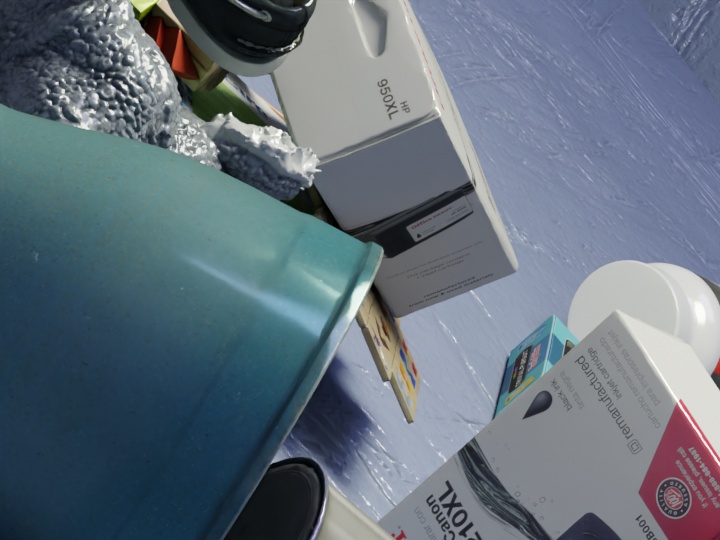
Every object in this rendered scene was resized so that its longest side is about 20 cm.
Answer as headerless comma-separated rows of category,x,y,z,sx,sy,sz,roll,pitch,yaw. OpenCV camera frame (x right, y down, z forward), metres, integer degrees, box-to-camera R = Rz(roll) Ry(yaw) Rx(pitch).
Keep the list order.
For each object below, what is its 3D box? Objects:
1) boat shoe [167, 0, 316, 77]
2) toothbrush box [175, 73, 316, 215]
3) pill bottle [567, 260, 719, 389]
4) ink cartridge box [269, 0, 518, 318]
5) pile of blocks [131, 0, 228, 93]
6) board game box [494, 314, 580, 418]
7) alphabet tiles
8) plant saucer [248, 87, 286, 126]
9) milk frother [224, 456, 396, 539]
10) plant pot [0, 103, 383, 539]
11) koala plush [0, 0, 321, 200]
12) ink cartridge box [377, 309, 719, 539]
boat shoe,-0.097,-0.191,1.429,0.200,0.060,0.076,44,54,1
toothbrush box,-0.090,-0.042,1.593,0.146,0.086,0.200,44,17,-24
pill bottle,0.247,0.058,2.200,0.116,0.116,0.200,57,18,27
ink cartridge box,0.011,-0.085,1.585,0.200,0.084,0.145,59,10,-60
pile of blocks,-0.139,-0.174,1.510,0.062,0.082,0.200,-41,107,-35
board game box,0.182,0.137,1.967,0.200,0.047,0.151,46,16,-6
alphabet tiles,0.000,0.000,1.617,0.200,0.006,0.166,-74,141,-81
plant saucer,-0.075,-0.099,1.786,0.200,0.032,0.200,38,0,0
milk frother,0.038,0.175,1.222,0.188,0.200,0.181,41,21,-22
plant pot,-0.122,0.028,1.188,0.188,0.200,0.200,31,17,-3
koala plush,-0.131,-0.057,1.379,0.200,0.177,0.184,46,9,-43
ink cartridge box,0.120,0.144,1.506,0.084,0.200,0.145,23,30,-51
